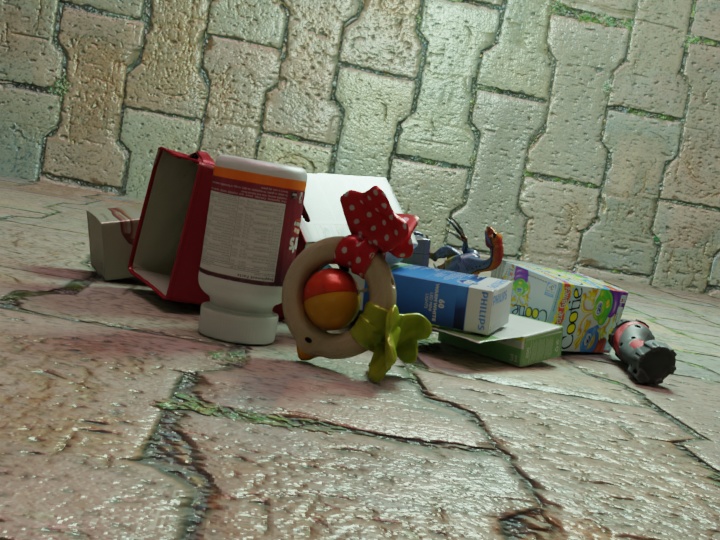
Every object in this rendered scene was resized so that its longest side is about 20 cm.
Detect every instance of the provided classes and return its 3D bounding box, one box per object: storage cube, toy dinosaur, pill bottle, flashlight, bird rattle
[{"bbox_3d":[-0.188,-0.049,1.263,0.178,0.203,0.170,11,7,-33],"label":"storage cube"},{"bbox_3d":[0.165,-0.018,1.481,0.180,0.107,0.199,5,-18,40],"label":"toy dinosaur"},{"bbox_3d":[-0.127,-0.024,1.074,0.108,0.203,0.110,9,5,-1],"label":"pill bottle"},{"bbox_3d":[0.404,0.113,1.336,0.067,0.069,0.200,5,4,3],"label":"flashlight"},{"bbox_3d":[-0.011,0.018,0.994,0.161,0.203,0.113,-13,-1,15],"label":"bird rattle"}]

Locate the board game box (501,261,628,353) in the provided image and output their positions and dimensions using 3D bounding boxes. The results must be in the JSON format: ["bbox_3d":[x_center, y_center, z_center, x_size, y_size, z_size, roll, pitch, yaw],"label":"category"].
[{"bbox_3d":[0.304,0.058,1.433,0.198,0.105,0.104,6,13,-45],"label":"board game box"}]

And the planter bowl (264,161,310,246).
[{"bbox_3d":[-0.193,-0.076,1.671,0.198,0.203,0.134,15,35,42],"label":"planter bowl"}]

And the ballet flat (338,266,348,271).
[{"bbox_3d":[0.000,0.000,1.407,0.046,0.068,0.200,9,22,-28],"label":"ballet flat"}]

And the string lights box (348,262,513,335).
[{"bbox_3d":[0.091,0.031,1.232,0.197,0.060,0.102,10,10,23],"label":"string lights box"}]

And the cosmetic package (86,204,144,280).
[{"bbox_3d":[-0.294,-0.050,1.385,0.197,0.089,0.103,-10,19,-28],"label":"cosmetic package"}]

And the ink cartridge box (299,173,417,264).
[{"bbox_3d":[-0.026,-0.065,1.195,0.198,0.110,0.050,-2,-31,-45],"label":"ink cartridge box"}]

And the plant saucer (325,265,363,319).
[{"bbox_3d":[-0.049,0.014,1.359,0.199,0.028,0.200,40,3,-2],"label":"plant saucer"}]

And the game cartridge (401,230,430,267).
[{"bbox_3d":[0.046,-0.005,1.405,0.038,0.132,0.200,5,10,-25],"label":"game cartridge"}]

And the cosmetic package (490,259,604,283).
[{"bbox_3d":[0.318,0.048,1.638,0.089,0.109,0.199,6,5,-34],"label":"cosmetic package"}]

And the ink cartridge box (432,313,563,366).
[{"bbox_3d":[0.159,0.089,1.251,0.144,0.049,0.198,14,14,41],"label":"ink cartridge box"}]
